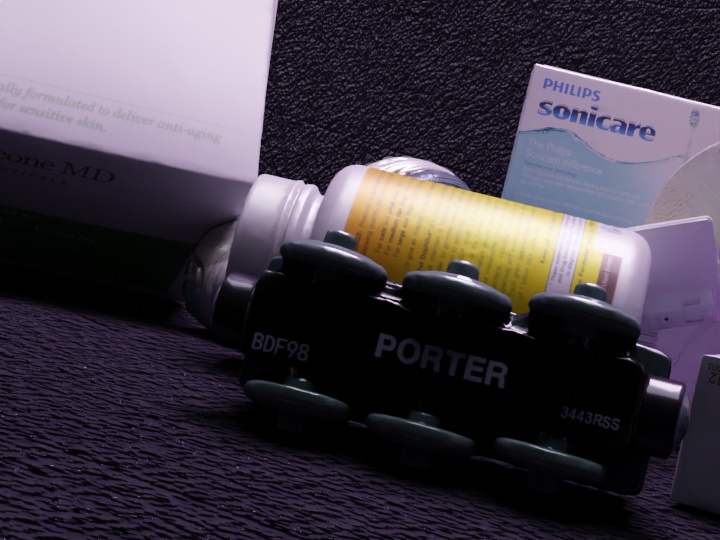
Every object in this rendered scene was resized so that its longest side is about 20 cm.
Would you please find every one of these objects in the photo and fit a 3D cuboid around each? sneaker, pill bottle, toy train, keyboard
[{"bbox_3d":[0.000,0.000,0.994,0.199,0.078,0.086,-26,40,-35],"label":"sneaker"},{"bbox_3d":[0.218,-0.002,1.082,0.088,0.201,0.076,1,43,-37],"label":"sneaker"},{"bbox_3d":[0.037,0.013,0.858,0.198,0.111,0.109,14,4,6],"label":"pill bottle"},{"bbox_3d":[0.038,0.043,0.720,0.198,0.086,0.114,12,-9,12],"label":"toy train"},{"bbox_3d":[0.089,0.014,0.912,0.197,0.057,0.011,-9,11,12],"label":"keyboard"}]

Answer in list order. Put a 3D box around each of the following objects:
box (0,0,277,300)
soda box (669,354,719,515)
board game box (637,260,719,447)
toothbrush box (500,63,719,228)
[{"bbox_3d":[-0.164,-0.117,1.025,0.197,0.202,0.171,12,-29,-16],"label":"box"},{"bbox_3d":[0.238,0.091,0.739,0.198,0.069,0.064,15,4,25],"label":"soda box"},{"bbox_3d":[0.130,0.027,1.025,0.102,0.106,0.200,12,5,-28],"label":"board game box"},{"bbox_3d":[0.163,-0.026,1.188,0.145,0.203,0.085,13,4,3],"label":"toothbrush box"}]
